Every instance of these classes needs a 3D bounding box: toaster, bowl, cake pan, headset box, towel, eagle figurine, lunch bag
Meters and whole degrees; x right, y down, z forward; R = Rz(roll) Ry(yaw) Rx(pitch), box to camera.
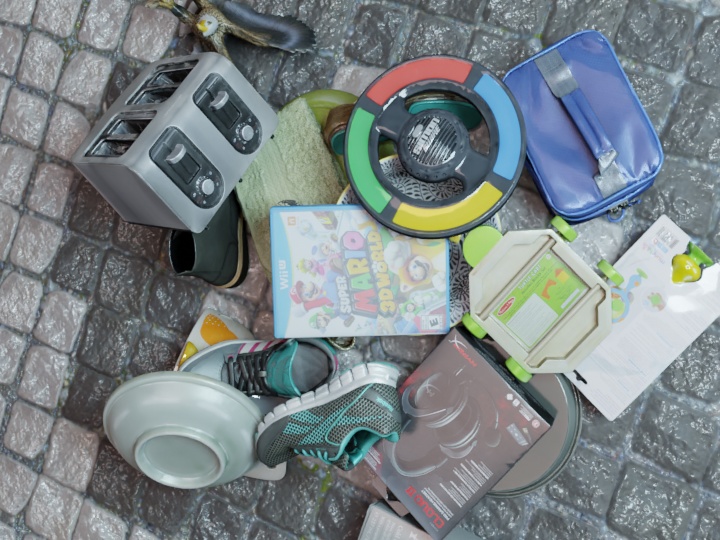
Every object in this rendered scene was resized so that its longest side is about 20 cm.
[{"bbox_3d":[-0.221,-0.150,0.935,0.198,0.119,0.182,9,58,45],"label":"toaster"},{"bbox_3d":[0.062,-0.034,0.928,0.196,0.094,0.206,0,97,1],"label":"bowl"},{"bbox_3d":[0.158,0.166,0.928,0.196,0.037,0.205,-1,87,18],"label":"cake pan"},{"bbox_3d":[0.095,0.187,0.887,0.149,0.077,0.200,45,99,15],"label":"headset box"},{"bbox_3d":[-0.088,-0.099,0.989,0.146,0.036,0.204,-25,80,14],"label":"towel"},{"bbox_3d":[-0.174,-0.301,1.021,0.199,0.152,0.151,41,137,-10],"label":"eagle figurine"},{"bbox_3d":[0.241,-0.145,0.868,0.134,0.132,0.203,-28,79,14],"label":"lunch bag"}]

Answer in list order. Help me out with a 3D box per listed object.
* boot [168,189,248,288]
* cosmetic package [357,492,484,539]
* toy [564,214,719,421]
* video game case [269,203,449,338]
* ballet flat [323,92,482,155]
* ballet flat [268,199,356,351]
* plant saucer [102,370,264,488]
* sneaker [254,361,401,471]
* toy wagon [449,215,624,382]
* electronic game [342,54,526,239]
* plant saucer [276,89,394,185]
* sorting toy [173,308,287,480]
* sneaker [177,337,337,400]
[{"bbox_3d":[-0.198,-0.083,1.001,0.076,0.138,0.205,-14,82,16],"label":"boot"},{"bbox_3d":[0.092,0.353,0.914,0.197,0.090,0.109,21,93,21],"label":"cosmetic package"},{"bbox_3d":[0.308,0.053,0.881,0.115,0.047,0.201,45,106,16],"label":"toy"},{"bbox_3d":[0.000,0.000,0.876,0.195,0.018,0.147,-1,98,1],"label":"video game case"},{"bbox_3d":[0.049,-0.194,0.962,0.196,0.068,0.073,-14,53,1],"label":"ballet flat"},{"bbox_3d":[-0.045,0.012,0.933,0.067,0.075,0.203,-27,120,-8],"label":"ballet flat"},{"bbox_3d":[-0.205,0.202,0.919,0.196,0.202,0.051,-15,39,16],"label":"plant saucer"},{"bbox_3d":[-0.036,0.178,0.861,0.198,0.077,0.093,-34,53,25],"label":"sneaker"},{"bbox_3d":[0.179,0.015,0.860,0.200,0.040,0.155,43,101,1],"label":"toy wagon"},{"bbox_3d":[0.077,-0.133,0.841,0.195,0.042,0.205,-2,79,11],"label":"electronic game"},{"bbox_3d":[-0.053,-0.135,1.014,0.195,0.031,0.205,-1,87,17],"label":"plant saucer"},{"bbox_3d":[-0.159,0.180,1.011,0.177,0.107,0.204,22,94,-2],"label":"sorting toy"},{"bbox_3d":[-0.110,0.120,0.923,0.196,0.120,0.086,-10,91,-22],"label":"sneaker"}]
